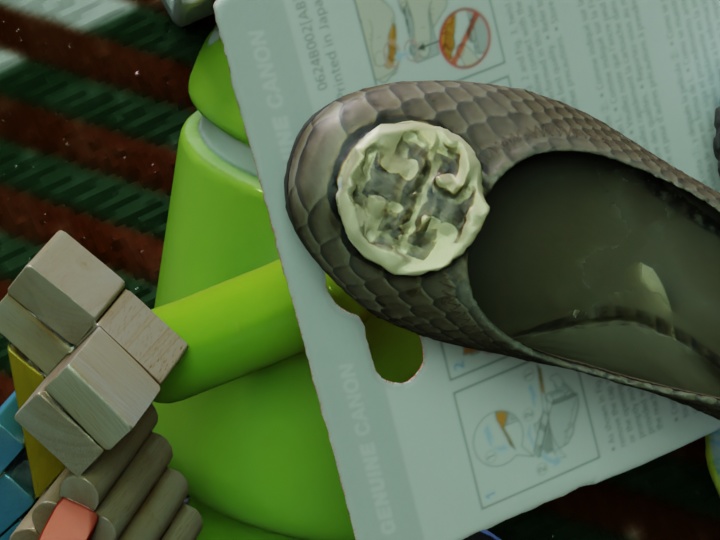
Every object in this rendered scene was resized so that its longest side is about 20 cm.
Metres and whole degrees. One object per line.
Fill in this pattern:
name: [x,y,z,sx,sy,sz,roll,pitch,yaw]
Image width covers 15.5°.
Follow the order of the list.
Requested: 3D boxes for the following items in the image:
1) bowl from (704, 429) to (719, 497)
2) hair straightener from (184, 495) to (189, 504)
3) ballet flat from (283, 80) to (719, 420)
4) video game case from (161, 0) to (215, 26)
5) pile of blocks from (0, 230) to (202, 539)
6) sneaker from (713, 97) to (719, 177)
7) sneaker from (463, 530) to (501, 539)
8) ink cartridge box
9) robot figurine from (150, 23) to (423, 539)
bowl: [0.206,0.071,0.745,0.200,0.200,0.108,-20,116,-1]
hair straightener: [-0.081,0.135,0.795,0.077,0.041,0.200,-5,79,4]
ballet flat: [0.076,0.006,0.657,0.200,0.046,0.067,24,91,-17]
video game case: [0.032,-0.126,0.796,0.200,0.182,0.024,-26,95,-3]
pile of blocks: [-0.077,0.094,0.701,0.082,0.062,0.200,-5,112,19]
sneaker: [0.193,-0.038,0.685,0.200,0.087,0.075,-2,95,-9]
sneaker: [0.072,0.148,0.721,0.070,0.078,0.200,-42,104,-31]
ink cartridge box: [0.059,-0.030,0.709,0.200,0.047,0.160,-22,108,-23]
robot figurine: [0.000,0.000,0.768,0.115,0.175,0.200,15,111,13]
